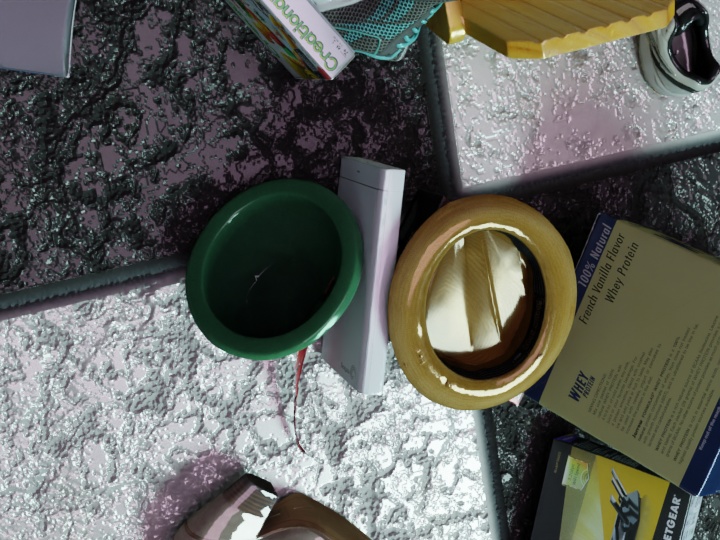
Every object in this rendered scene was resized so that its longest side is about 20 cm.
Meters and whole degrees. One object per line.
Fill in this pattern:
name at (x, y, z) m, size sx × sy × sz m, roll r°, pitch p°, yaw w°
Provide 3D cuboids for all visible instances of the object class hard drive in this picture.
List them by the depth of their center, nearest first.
hard drive at (0.000, 0.000, 0.966) m, size 0.026 × 0.132 × 0.203 m, roll 2°, pitch 100°, yaw -19°

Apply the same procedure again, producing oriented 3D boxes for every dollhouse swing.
dollhouse swing at (0.168, -0.298, 0.940) m, size 0.198 × 0.176 × 0.184 m, roll -16°, pitch 105°, yaw -13°

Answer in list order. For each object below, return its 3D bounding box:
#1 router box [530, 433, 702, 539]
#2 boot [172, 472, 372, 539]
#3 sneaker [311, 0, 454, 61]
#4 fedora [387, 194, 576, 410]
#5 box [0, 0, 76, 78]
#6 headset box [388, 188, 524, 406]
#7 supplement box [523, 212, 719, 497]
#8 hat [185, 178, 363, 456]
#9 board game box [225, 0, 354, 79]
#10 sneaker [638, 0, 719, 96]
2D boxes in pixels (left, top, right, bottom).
router box at (0.262, 0.295, 1.095) m, size 0.052 × 0.156 × 0.203 m, roll 1°, pitch 102°, yaw -55°
boot at (-0.095, 0.295, 1.034) m, size 0.199 × 0.070 × 0.147 m, roll 33°, pitch 96°, yaw -19°
sneaker at (0.034, -0.234, 0.925) m, size 0.078 × 0.198 × 0.092 m, roll -52°, pitch 130°, yaw -41°
fedora at (0.102, 0.024, 0.950) m, size 0.198 × 0.082 × 0.203 m, roll -5°, pitch 106°, yaw -17°
box at (-0.330, -0.206, 0.818) m, size 0.198 × 0.141 × 0.080 m, roll 5°, pitch 99°, yaw -18°
headset box at (0.117, 0.031, 1.039) m, size 0.199 × 0.077 × 0.150 m, roll 28°, pitch 91°, yaw -19°
supplement box at (0.303, 0.078, 1.004) m, size 0.134 × 0.199 × 0.202 m, roll 9°, pitch 105°, yaw -52°
hat at (-0.068, 0.035, 1.005) m, size 0.165 × 0.176 × 0.200 m, roll 38°, pitch 83°, yaw 24°
board game box at (-0.096, -0.249, 0.891) m, size 0.035 × 0.126 × 0.200 m, roll -45°, pitch 109°, yaw -5°
sneaker at (0.312, -0.273, 1.037) m, size 0.075 × 0.088 × 0.201 m, roll -30°, pitch 106°, yaw -8°
